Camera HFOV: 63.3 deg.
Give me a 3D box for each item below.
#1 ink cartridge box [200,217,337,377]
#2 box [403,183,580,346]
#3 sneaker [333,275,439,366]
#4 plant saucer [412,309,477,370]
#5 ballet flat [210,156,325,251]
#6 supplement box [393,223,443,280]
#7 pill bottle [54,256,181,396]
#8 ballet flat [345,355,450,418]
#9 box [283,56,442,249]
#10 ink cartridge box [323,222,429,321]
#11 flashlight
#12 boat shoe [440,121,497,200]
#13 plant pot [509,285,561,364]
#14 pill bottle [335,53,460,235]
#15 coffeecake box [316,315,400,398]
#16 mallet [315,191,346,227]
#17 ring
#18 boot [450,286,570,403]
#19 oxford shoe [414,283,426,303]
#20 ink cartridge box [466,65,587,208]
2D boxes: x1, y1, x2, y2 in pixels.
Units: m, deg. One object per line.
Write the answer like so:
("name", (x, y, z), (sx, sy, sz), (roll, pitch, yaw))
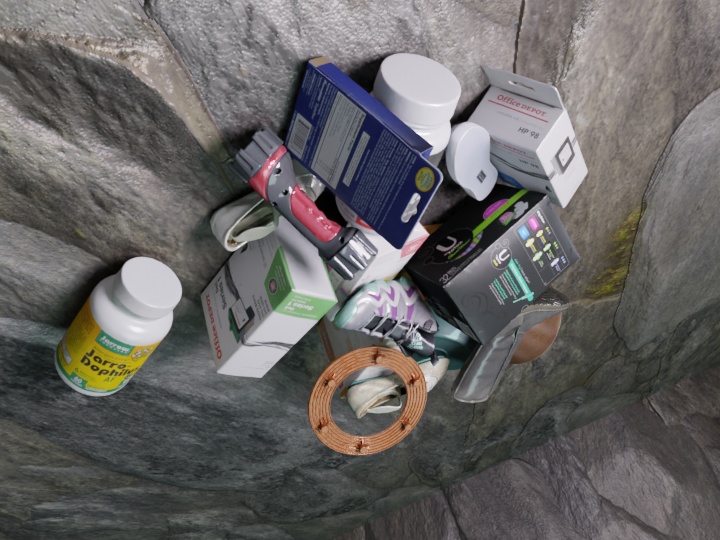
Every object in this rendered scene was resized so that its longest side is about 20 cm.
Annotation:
("ink cartridge box", (-0.139, 0.040, 0.840), (0.084, 0.147, 0.200), (15, 131, -42))
("box", (0.191, -0.016, 0.876), (0.200, 0.148, 0.125), (-41, 115, -7))
("sneaker", (0.058, 0.083, 0.836), (0.078, 0.140, 0.199), (-48, 163, 31))
("plant saucer", (0.137, 0.134, 1.047), (0.198, 0.036, 0.201), (9, 148, 6))
("ballet flat", (-0.105, -0.087, 0.757), (0.199, 0.070, 0.069), (-30, 147, 10))
("supplement box", (0.116, -0.033, 0.971), (0.198, 0.069, 0.067), (-8, 142, -19))
("pill bottle", (-0.329, 0.076, 0.803), (0.112, 0.113, 0.200), (14, 132, -44))
("ballet flat", (0.071, 0.204, 0.996), (0.198, 0.063, 0.068), (-15, 144, -15))
("box", (0.002, -0.128, 0.654), (0.032, 0.200, 0.122), (-32, 159, -42))
("ink cartridge box", (0.000, 0.000, 0.864), (0.116, 0.068, 0.200), (-23, 159, -41))
("flashlight", (-0.062, -0.077, 0.695), (0.068, 0.200, 0.068), (-48, -169, -7))
("boat shoe", (0.138, -0.154, 0.793), (0.070, 0.066, 0.200), (-55, 157, 7))
("plant pot", (0.242, 0.066, 1.078), (0.187, 0.188, 0.199), (-41, 143, 25))
("pill bottle", (0.043, -0.149, 0.717), (0.113, 0.115, 0.201), (-7, 144, -23))
("coffeecake box", (0.012, 0.103, 1.017), (0.072, 0.154, 0.200), (2, 140, -33))
("mallet", (-0.041, -0.050, 0.884), (0.041, 0.066, 0.200), (-22, 162, -3))
("ring", (0.015, 0.214, 0.934), (0.198, 0.019, 0.202), (-6, 111, -14))
("boot", (0.251, 0.126, 0.983), (0.180, 0.073, 0.202), (-4, 120, -26))
("oxford shoe", (0.105, 0.048, 1.076), (0.200, 0.072, 0.071), (-39, 142, 19))
("ink cartridge box", (0.219, -0.173, 0.778), (0.067, 0.116, 0.200), (-55, 143, 0))
